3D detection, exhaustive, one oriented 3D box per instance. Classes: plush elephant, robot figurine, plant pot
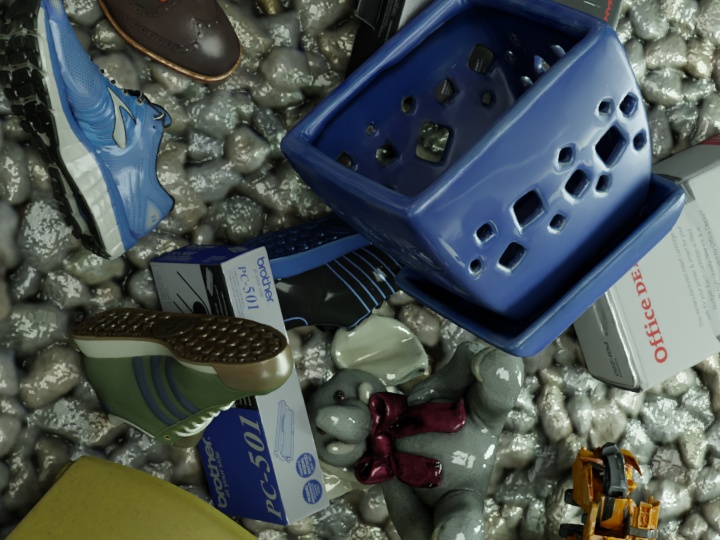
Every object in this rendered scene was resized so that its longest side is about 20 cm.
[{"bbox_3d":[0.024,0.120,1.707,0.155,0.200,0.165,15,89,-1],"label":"plush elephant"},{"bbox_3d":[0.190,0.198,1.756,0.058,0.200,0.145,7,94,-2],"label":"robot figurine"},{"bbox_3d":[0.096,-0.066,1.612,0.200,0.200,0.180,-42,121,-12],"label":"plant pot"},{"bbox_3d":[-0.162,0.238,1.615,0.200,0.196,0.194,42,80,2],"label":"plant pot"}]

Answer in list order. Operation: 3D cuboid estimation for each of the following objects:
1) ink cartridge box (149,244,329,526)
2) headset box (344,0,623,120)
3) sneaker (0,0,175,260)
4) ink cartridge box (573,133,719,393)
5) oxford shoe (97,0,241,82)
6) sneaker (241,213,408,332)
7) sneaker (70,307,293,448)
[{"bbox_3d":[-0.088,0.082,1.674,0.044,0.094,0.200,-23,106,-36],"label":"ink cartridge box"},{"bbox_3d":[0.088,-0.188,1.732,0.200,0.075,0.149,16,91,-25],"label":"headset box"},{"bbox_3d":[-0.190,-0.112,1.628,0.089,0.079,0.200,-31,116,-25],"label":"sneaker"},{"bbox_3d":[0.260,-0.011,1.824,0.200,0.085,0.146,-26,106,-21],"label":"ink cartridge box"},{"bbox_3d":[-0.153,-0.207,1.625,0.200,0.073,0.071,44,78,-22],"label":"oxford shoe"},{"bbox_3d":[0.000,0.000,1.726,0.200,0.070,0.078,-14,116,-22],"label":"sneaker"},{"bbox_3d":[-0.118,0.083,1.618,0.067,0.200,0.090,-33,119,-42],"label":"sneaker"}]
